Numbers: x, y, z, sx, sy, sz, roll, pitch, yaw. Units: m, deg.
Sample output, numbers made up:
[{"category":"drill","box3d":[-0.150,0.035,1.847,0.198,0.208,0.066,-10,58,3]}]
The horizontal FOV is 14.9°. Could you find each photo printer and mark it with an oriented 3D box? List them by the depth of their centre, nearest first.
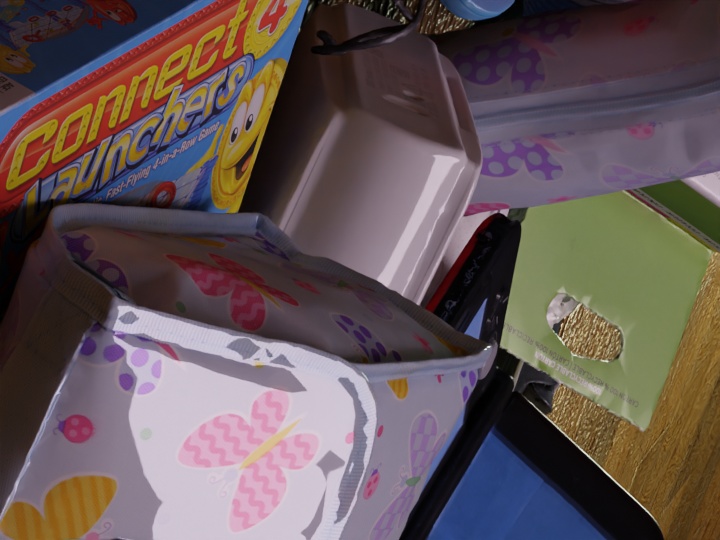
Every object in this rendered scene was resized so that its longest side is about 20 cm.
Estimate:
[{"category":"photo printer","box3d":[-0.026,0.012,1.038,0.166,0.069,0.200,-97,-150,-69]}]

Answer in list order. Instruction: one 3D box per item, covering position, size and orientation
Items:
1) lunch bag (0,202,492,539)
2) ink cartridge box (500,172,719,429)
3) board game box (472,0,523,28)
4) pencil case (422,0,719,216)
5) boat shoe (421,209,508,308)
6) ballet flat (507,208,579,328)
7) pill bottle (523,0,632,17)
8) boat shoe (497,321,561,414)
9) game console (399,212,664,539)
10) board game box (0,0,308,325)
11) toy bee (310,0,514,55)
[{"category":"lunch bag","box3d":[-0.063,0.077,0.824,0.170,0.127,0.200,-64,158,9]},{"category":"ink cartridge box","box3d":[0.160,-0.030,1.326,0.148,0.076,0.200,30,79,-43]},{"category":"board game box","box3d":[0.103,-0.149,1.322,0.200,0.028,0.135,-64,164,16]},{"category":"pencil case","box3d":[0.090,-0.070,1.118,0.091,0.200,0.083,11,72,-63]},{"category":"boat shoe","box3d":[0.000,0.000,1.205,0.200,0.071,0.070,-52,167,-2]},{"category":"ballet flat","box3d":[0.106,-0.046,1.414,0.200,0.072,0.072,-64,175,-58]},{"category":"pill bottle","box3d":[0.122,-0.170,1.162,0.112,0.112,0.200,-49,151,-34]},{"category":"boat shoe","box3d":[0.085,0.069,1.607,0.200,0.060,0.076,-53,163,-23]},{"category":"game console","box3d":[0.057,0.108,1.154,0.172,0.119,0.200,98,19,-47]},{"category":"board game box","box3d":[-0.104,-0.012,0.864,0.200,0.056,0.196,-39,155,-52]},{"category":"toy bee","box3d":[0.057,-0.149,1.018,0.200,0.131,0.109,-25,104,-68]}]
